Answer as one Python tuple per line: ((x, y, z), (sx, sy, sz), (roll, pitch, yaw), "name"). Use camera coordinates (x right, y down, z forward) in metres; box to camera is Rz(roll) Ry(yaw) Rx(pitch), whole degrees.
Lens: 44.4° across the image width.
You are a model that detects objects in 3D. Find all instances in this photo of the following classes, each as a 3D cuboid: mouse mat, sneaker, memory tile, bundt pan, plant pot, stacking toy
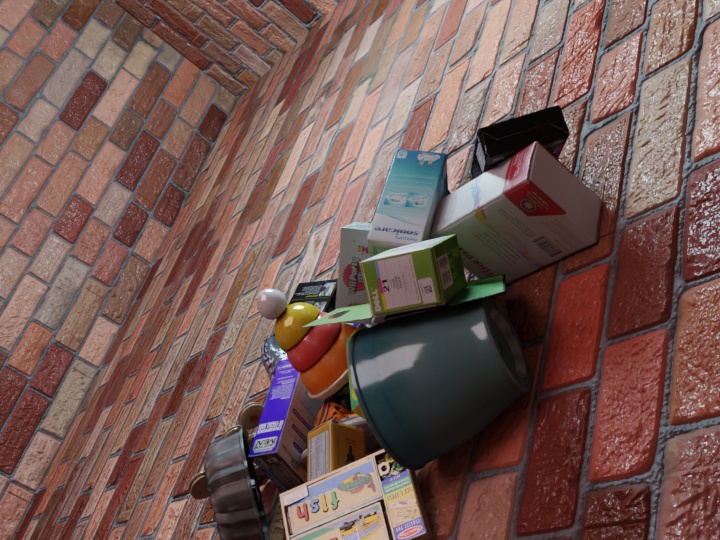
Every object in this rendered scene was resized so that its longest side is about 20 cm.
((0.118, 0.035, 1.189), (0.159, 0.008, 0.200), (-13, 3, 11), "mouse mat")
((-0.026, 0.240, 1.416), (0.199, 0.077, 0.113), (-34, 31, 41), "sneaker")
((-0.200, 0.330, 1.552), (0.201, 0.153, 0.017), (-54, 43, 3), "memory tile")
((-0.134, 0.193, 1.715), (0.087, 0.074, 0.201), (-36, 42, 15), "sneaker")
((-0.204, 0.367, 1.438), (0.075, 0.204, 0.202), (-14, 25, -5), "bundt pan")
((0.114, 0.131, 1.156), (0.187, 0.200, 0.201), (-28, 31, 21), "plant pot")
((-0.092, 0.101, 1.458), (0.146, 0.200, 0.146), (-43, 12, 12), "stacking toy")

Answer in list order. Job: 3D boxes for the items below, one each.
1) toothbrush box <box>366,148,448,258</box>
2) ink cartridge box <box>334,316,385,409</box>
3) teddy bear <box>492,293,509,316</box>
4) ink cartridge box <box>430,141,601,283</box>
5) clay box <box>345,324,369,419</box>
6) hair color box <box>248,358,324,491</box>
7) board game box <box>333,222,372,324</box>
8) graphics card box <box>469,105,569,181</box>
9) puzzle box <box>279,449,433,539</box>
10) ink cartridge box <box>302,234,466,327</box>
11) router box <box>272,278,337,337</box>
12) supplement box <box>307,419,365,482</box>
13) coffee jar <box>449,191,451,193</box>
((0.078, -0.064, 1.356), (0.084, 0.147, 0.202), (6, 51, 13), "toothbrush box")
((0.023, 0.116, 1.538), (0.198, 0.047, 0.201), (-47, 21, 22), "ink cartridge box")
((0.129, 0.070, 1.319), (0.144, 0.068, 0.200), (-24, 0, -28), "teddy bear")
((0.220, -0.074, 1.266), (0.199, 0.145, 0.084), (-29, 33, 46), "ink cartridge box")
((0.037, 0.178, 1.327), (0.048, 0.114, 0.201), (-45, 24, 22), "clay box")
((-0.114, 0.260, 1.505), (0.064, 0.110, 0.201), (-15, 39, 26), "hair color box")
((0.000, 0.000, 1.441), (0.200, 0.063, 0.150), (-48, -37, -82), "board game box")
((0.232, -0.172, 1.312), (0.124, 0.052, 0.200), (-16, -14, 0), "graphics card box")
((-0.011, 0.329, 1.184), (0.198, 0.025, 0.134), (-26, 53, 12), "puzzle box")
((0.028, 0.015, 1.181), (0.197, 0.077, 0.148), (-11, 5, 19), "ink cartridge box")
((-0.099, 0.096, 1.795), (0.199, 0.051, 0.151), (-7, 54, 62), "router box")
((-0.035, 0.324, 1.270), (0.069, 0.066, 0.202), (-32, 46, 42), "supplement box")
((0.112, -0.076, 1.544), (0.085, 0.104, 0.201), (-38, 27, 35), "coffee jar")
